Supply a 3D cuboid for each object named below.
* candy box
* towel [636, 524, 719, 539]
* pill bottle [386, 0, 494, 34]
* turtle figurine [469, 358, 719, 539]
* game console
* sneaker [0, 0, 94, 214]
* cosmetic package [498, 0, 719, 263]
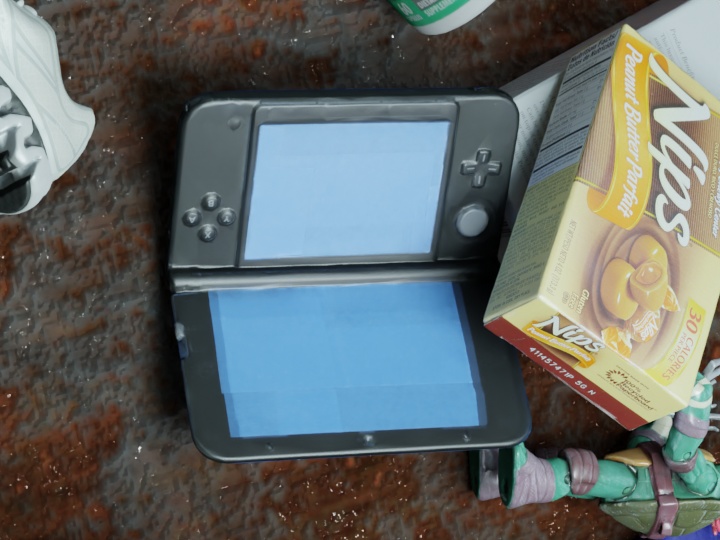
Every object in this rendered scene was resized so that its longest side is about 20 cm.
[{"bbox_3d":[0.151,-0.026,1.592,0.115,0.055,0.201,36,53,-22],"label":"candy box"},{"bbox_3d":[0.197,0.261,1.719,0.147,0.049,0.201,-34,103,-34],"label":"towel"},{"bbox_3d":[0.009,-0.240,1.606,0.200,0.113,0.113,44,68,-19],"label":"pill bottle"},{"bbox_3d":[0.170,0.108,1.654,0.199,0.150,0.101,-3,73,-15],"label":"turtle figurine"},{"bbox_3d":[0.000,0.000,1.557,0.199,0.118,0.172,-2,121,-18],"label":"game console"},{"bbox_3d":[-0.214,-0.131,1.508,0.081,0.075,0.201,-41,109,-39],"label":"sneaker"},{"bbox_3d":[0.146,-0.084,1.695,0.199,0.071,0.102,-29,100,-27],"label":"cosmetic package"}]
